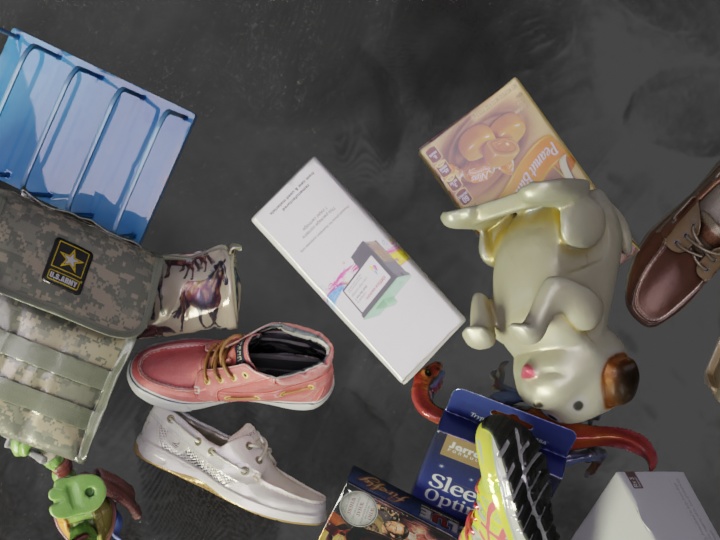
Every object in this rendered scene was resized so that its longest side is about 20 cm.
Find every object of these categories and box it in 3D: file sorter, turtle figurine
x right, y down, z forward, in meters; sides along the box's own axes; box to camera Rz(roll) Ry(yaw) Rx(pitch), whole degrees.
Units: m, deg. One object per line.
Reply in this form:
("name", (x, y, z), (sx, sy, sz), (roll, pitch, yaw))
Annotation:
("file sorter", (-0.278, -0.129, 1.386), (0.198, 0.123, 0.140), (25, 92, 2))
("turtle figurine", (-0.295, 0.229, 1.347), (0.198, 0.194, 0.145), (27, 79, -18))

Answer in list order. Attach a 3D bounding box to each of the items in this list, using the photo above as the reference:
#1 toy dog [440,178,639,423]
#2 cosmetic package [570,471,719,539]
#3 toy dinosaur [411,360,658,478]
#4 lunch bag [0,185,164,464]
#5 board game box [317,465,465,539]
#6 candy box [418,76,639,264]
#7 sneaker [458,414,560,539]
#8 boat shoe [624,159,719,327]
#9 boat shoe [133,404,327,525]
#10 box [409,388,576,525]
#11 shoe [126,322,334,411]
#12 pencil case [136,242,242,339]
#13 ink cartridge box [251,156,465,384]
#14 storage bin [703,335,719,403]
("toy dog", (0.171, 0.034, 1.304), (0.138, 0.193, 0.203), (-13, 82, 39))
("cosmetic package", (0.236, 0.284, 1.325), (0.080, 0.114, 0.201), (6, 132, -27))
("toy dinosaur", (0.143, 0.128, 1.364), (0.180, 0.199, 0.106), (12, 75, -28))
("lunch bag", (-0.280, 0.043, 1.301), (0.163, 0.117, 0.202), (23, 91, -18))
("board game box", (0.011, 0.299, 1.394), (0.134, 0.035, 0.202), (26, 113, 2))
("candy box", (0.157, -0.066, 1.397), (0.115, 0.055, 0.201), (-36, 89, 2))
("sneaker", (0.121, 0.220, 1.294), (0.089, 0.078, 0.202), (-4, 110, 31))
("boat shoe", (0.317, -0.035, 1.381), (0.075, 0.072, 0.201), (35, 93, 2))
("boat shoe", (-0.116, 0.180, 1.412), (0.198, 0.071, 0.070), (23, 93, 4))
("box", (0.112, 0.199, 1.360), (0.120, 0.033, 0.201), (20, 132, 3))
("shoe", (-0.121, 0.085, 1.387), (0.197, 0.091, 0.072), (4, 63, -2))
("pencil case", (-0.205, 0.020, 1.408), (0.197, 0.078, 0.091), (-5, 114, 4))
("ink cartridge box", (0.000, 0.000, 1.362), (0.084, 0.145, 0.200), (-43, 89, 1))
("storage bin", (0.448, 0.064, 1.367), (0.198, 0.094, 0.201), (24, 94, 2))
